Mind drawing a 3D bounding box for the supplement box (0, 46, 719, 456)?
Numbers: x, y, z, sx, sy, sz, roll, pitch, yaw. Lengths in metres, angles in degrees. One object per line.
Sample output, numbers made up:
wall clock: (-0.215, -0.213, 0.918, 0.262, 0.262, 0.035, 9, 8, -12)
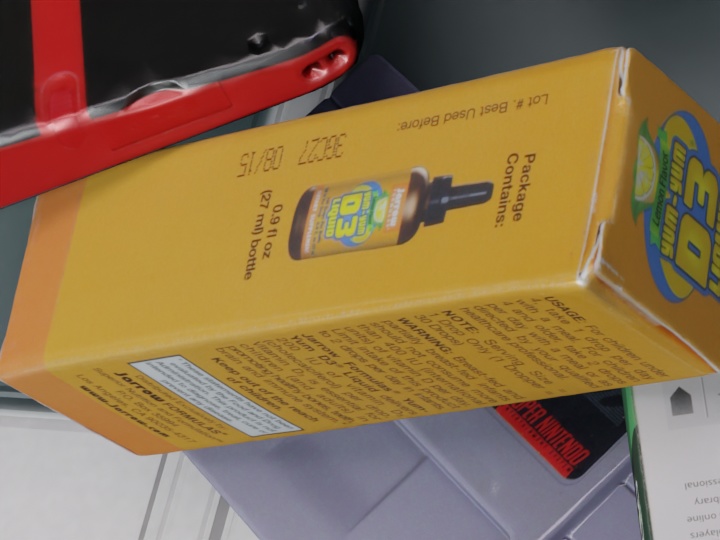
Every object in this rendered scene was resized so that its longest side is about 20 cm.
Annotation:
supplement box: (0.000, 0.000, 0.731, 0.199, 0.069, 0.067, -11, 57, 40)

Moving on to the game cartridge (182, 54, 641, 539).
game cartridge: (0.021, 0.034, 0.790, 0.130, 0.038, 0.200, -46, 53, 1)

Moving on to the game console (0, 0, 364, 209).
game console: (-0.089, -0.107, 0.810, 0.176, 0.031, 0.201, -17, 53, 12)

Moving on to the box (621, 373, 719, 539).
box: (0.140, 0.055, 0.697, 0.143, 0.036, 0.201, -7, 57, 4)
